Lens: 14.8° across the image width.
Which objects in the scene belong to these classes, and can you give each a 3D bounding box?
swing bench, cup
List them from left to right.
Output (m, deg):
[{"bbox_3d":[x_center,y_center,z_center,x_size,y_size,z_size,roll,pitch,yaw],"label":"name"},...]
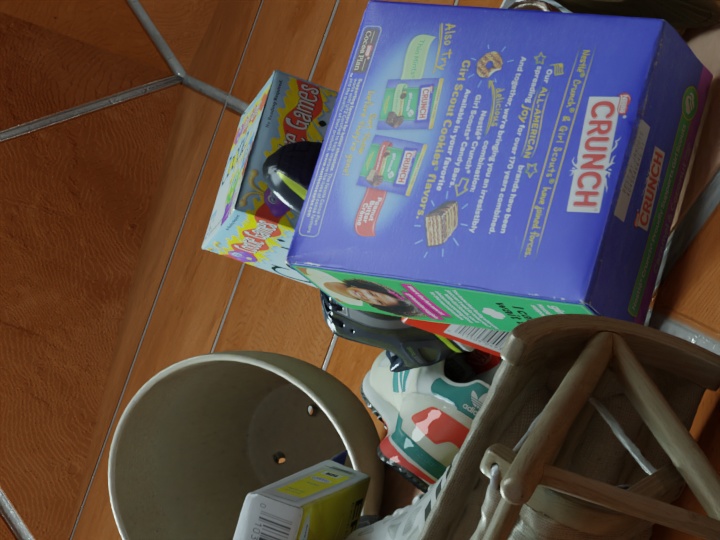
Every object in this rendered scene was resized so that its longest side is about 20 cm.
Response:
[{"bbox_3d":[-0.062,0.143,2.014,0.143,0.200,0.200,-28,-37,-65],"label":"cup"},{"bbox_3d":[0.087,0.145,1.312,0.200,0.130,0.199,-91,22,-64],"label":"swing bench"}]

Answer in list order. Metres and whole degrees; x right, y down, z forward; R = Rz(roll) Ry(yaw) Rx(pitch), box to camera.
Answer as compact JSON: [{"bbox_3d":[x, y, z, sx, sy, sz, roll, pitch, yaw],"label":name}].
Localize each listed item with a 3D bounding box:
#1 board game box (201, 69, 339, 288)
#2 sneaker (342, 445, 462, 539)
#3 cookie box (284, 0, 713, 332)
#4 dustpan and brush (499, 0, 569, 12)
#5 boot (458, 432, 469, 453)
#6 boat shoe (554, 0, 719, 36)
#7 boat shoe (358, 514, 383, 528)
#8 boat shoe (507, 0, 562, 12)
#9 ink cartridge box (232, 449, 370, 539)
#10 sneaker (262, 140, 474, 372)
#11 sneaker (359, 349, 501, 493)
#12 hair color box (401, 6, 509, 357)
[{"bbox_3d":[0.011,-0.040,1.847,0.105,0.200,0.103,136,152,-69],"label":"board game box"},{"bbox_3d":[0.048,0.159,1.650,0.115,0.076,0.200,-50,8,-4],"label":"sneaker"},{"bbox_3d":[0.078,-0.056,1.565,0.200,0.075,0.171,8,74,35],"label":"cookie box"},{"bbox_3d":[0.107,-0.159,1.956,0.140,0.057,0.200,-83,16,-51],"label":"dustpan and brush"},{"bbox_3d":[0.081,0.167,1.523,0.075,0.074,0.200,7,81,61],"label":"boot"},{"bbox_3d":[0.175,-0.177,1.633,0.065,0.071,0.200,-66,17,-8],"label":"boat shoe"},{"bbox_3d":[-0.031,0.254,1.908,0.201,0.072,0.061,-58,11,27],"label":"boat shoe"},{"bbox_3d":[0.099,-0.090,1.777,0.076,0.072,0.200,-8,62,29],"label":"boat shoe"},{"bbox_3d":[-0.047,0.222,1.751,0.200,0.047,0.198,-10,-64,-70],"label":"ink cartridge box"},{"bbox_3d":[0.000,0.000,1.707,0.081,0.200,0.074,-32,34,19],"label":"sneaker"},{"bbox_3d":[0.057,0.079,1.815,0.093,0.070,0.200,-50,12,11],"label":"sneaker"},{"bbox_3d":[0.099,-0.049,1.681,0.061,0.101,0.200,129,157,-60],"label":"hair color box"}]
